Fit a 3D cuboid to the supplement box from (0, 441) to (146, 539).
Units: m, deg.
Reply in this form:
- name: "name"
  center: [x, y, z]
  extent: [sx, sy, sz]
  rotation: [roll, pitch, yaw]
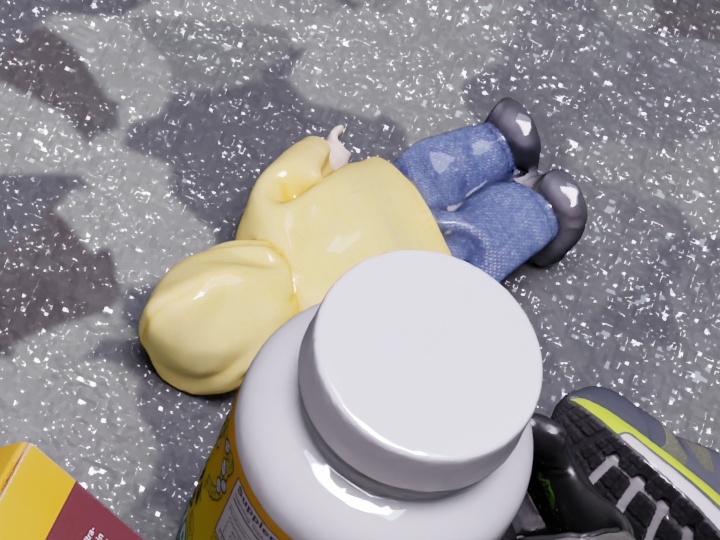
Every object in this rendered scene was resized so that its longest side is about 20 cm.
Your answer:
- name: "supplement box"
  center: [-0.120, 0.183, 0.984]
  extent: [0.200, 0.197, 0.133]
  rotation: [43, 53, -23]

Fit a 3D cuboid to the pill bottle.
- name: "pill bottle"
  center: [0.000, 0.079, 1.119]
  extent: [0.112, 0.200, 0.113]
  rotation: [7, 58, -12]

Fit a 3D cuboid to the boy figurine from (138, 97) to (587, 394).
- name: "boy figurine"
  center: [0.000, 0.000, 1.249]
  extent: [0.199, 0.065, 0.125]
  rotation: [-26, 70, -27]

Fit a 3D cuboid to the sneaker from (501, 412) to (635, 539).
- name: "sneaker"
  center: [0.080, 0.142, 1.170]
  extent: [0.066, 0.091, 0.201]
  rotation: [-9, 63, -20]

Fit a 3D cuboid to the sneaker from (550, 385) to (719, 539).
- name: "sneaker"
  center: [0.164, 0.108, 1.237]
  extent: [0.200, 0.074, 0.081]
  rotation: [36, 47, -1]
